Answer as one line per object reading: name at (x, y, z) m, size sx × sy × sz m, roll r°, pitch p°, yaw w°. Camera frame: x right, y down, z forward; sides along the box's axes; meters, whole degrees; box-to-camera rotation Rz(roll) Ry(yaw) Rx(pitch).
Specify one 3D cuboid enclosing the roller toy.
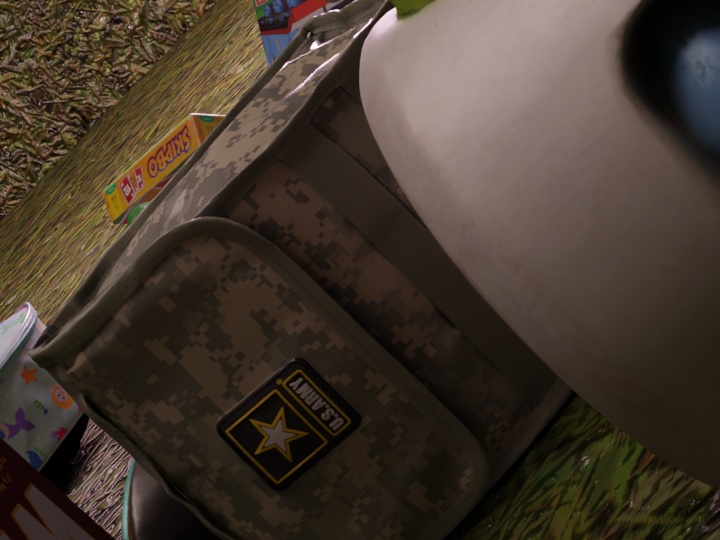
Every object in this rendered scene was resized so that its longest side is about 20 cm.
roller toy at (0.106, -0.043, 0.632) m, size 0.140 × 0.200 × 0.183 m, roll -44°, pitch 48°, yaw 17°

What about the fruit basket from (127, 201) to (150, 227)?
fruit basket at (-0.053, -0.022, 1.230) m, size 0.184 × 0.094 × 0.200 m, roll -18°, pitch 11°, yaw 6°

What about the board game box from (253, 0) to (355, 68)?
board game box at (0.031, -0.106, 1.030) m, size 0.151 × 0.037 × 0.200 m, roll -28°, pitch 35°, yaw 9°

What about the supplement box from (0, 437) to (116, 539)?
supplement box at (-0.223, 0.178, 1.020) m, size 0.200 × 0.197 × 0.133 m, roll -37°, pitch 16°, yaw 37°

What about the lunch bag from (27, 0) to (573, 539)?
lunch bag at (-0.008, 0.017, 0.867) m, size 0.200 × 0.164 × 0.117 m, roll -51°, pitch 15°, yaw -18°

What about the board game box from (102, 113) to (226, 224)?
board game box at (-0.043, -0.056, 1.310) m, size 0.199 × 0.030 × 0.095 m, roll -3°, pitch -24°, yaw -42°

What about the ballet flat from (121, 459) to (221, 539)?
ballet flat at (-0.066, 0.081, 1.108) m, size 0.068 × 0.068 × 0.200 m, roll -34°, pitch 16°, yaw 21°

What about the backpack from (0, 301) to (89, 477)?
backpack at (-0.279, 0.112, 1.574) m, size 0.200 × 0.151 × 0.178 m, roll -28°, pitch 20°, yaw 44°
